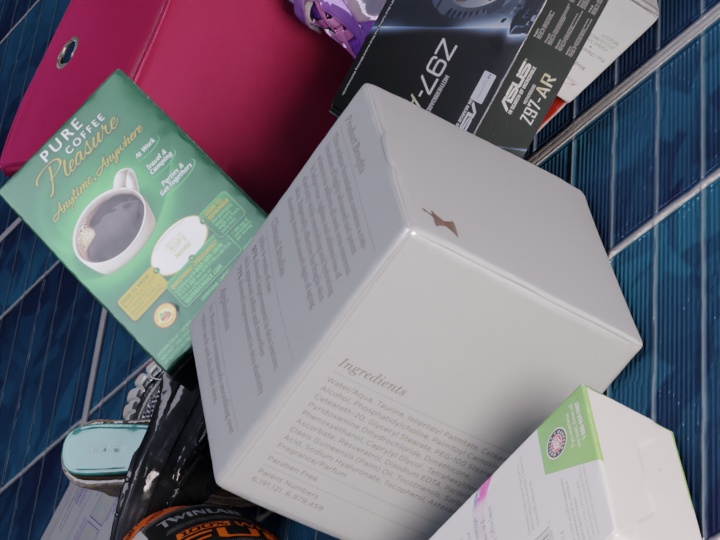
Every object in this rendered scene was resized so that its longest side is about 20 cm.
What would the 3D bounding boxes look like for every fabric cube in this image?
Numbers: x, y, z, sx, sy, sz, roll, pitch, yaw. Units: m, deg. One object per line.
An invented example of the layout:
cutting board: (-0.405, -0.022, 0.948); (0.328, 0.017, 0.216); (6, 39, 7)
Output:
fabric cube: (-0.117, -0.119, 1.876); (0.199, 0.200, 0.196); (1, 65, 63)

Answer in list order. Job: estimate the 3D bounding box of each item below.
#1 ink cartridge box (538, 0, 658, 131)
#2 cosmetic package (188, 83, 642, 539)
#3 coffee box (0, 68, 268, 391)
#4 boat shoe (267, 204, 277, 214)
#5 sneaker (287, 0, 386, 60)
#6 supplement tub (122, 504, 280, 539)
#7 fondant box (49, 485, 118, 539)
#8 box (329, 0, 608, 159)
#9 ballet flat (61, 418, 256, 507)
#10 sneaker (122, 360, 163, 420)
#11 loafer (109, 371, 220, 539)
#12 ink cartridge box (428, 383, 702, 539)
ink cartridge box: (0.119, -0.184, 1.662); (0.174, 0.044, 0.200); (-44, 30, 34)
cosmetic package: (0.026, 0.037, 1.469); (0.200, 0.166, 0.167); (-53, 26, 24)
coffee box: (-0.137, -0.029, 1.669); (0.123, 0.044, 0.200); (-47, 60, 0)
boat shoe: (-0.020, -0.035, 1.738); (0.200, 0.065, 0.072); (-43, 3, -19)
sneaker: (-0.005, -0.183, 1.755); (0.081, 0.088, 0.200); (91, 167, -51)
supplement tub: (-0.083, 0.217, 1.556); (0.123, 0.122, 0.200); (-63, 25, 0)
fondant box: (-0.174, 0.229, 1.809); (0.144, 0.058, 0.200); (-64, 23, -1)
box: (0.077, -0.157, 1.587); (0.200, 0.044, 0.160); (-61, 35, 5)
ballet flat: (-0.109, 0.131, 1.743); (0.200, 0.067, 0.068); (3, 66, 26)
sneaker: (-0.100, 0.078, 1.787); (0.200, 0.081, 0.075); (-55, 28, 16)
loafer: (-0.112, 0.123, 1.668); (0.068, 0.070, 0.201); (97, -167, -82)
ink cartridge box: (0.087, 0.172, 1.328); (0.200, 0.067, 0.117); (-48, 28, 28)
